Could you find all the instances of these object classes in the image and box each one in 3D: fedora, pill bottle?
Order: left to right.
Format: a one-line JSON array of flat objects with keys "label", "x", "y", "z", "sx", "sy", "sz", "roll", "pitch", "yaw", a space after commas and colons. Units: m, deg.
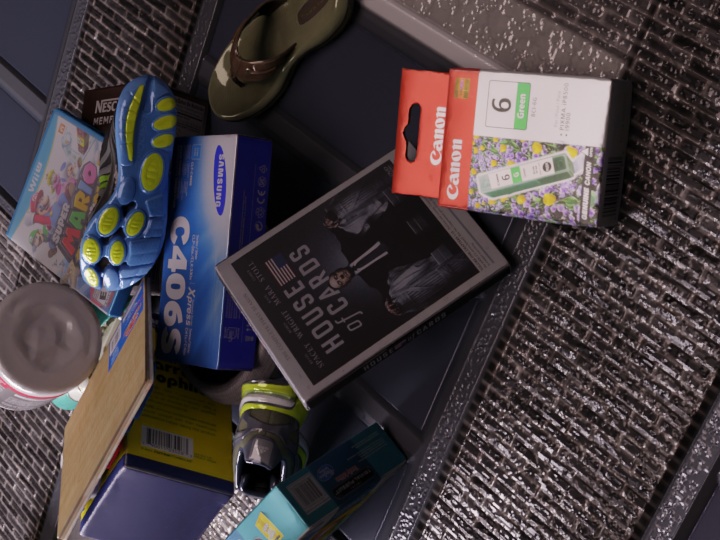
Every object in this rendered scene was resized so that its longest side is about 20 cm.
[{"label": "pill bottle", "x": -0.337, "y": 0.083, "z": 1.302, "sx": 0.200, "sy": 0.110, "sz": 0.112, "roll": -26, "pitch": 74, "yaw": 62}, {"label": "fedora", "x": -0.105, "y": 0.025, "z": 1.197, "sx": 0.177, "sy": 0.090, "sz": 0.201, "roll": -43, "pitch": 57, "yaw": 36}]

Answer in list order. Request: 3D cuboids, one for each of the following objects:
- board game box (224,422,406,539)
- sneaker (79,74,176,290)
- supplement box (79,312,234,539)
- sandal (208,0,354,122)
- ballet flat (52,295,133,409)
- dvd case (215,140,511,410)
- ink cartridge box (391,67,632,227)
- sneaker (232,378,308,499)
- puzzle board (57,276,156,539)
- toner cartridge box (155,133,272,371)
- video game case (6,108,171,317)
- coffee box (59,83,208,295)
[{"label": "board game box", "x": -0.065, "y": 0.231, "z": 1.130, "sx": 0.047, "sy": 0.151, "sz": 0.200, "roll": 49, "pitch": 126, "yaw": 13}, {"label": "sneaker", "x": -0.204, "y": -0.077, "z": 1.154, "sx": 0.083, "sy": 0.070, "sz": 0.201, "roll": -122, "pitch": 45, "yaw": -73}, {"label": "supplement box", "x": -0.192, "y": 0.153, "z": 1.221, "sx": 0.109, "sy": 0.109, "sz": 0.201, "roll": -54, "pitch": 28, "yaw": 34}, {"label": "sandal", "x": -0.085, "y": -0.214, "z": 1.185, "sx": 0.201, "sy": 0.057, "sz": 0.080, "roll": -39, "pitch": 66, "yaw": 38}, {"label": "ballet flat", "x": -0.282, "y": 0.093, "z": 1.388, "sx": 0.071, "sy": 0.067, "sz": 0.201, "roll": 53, "pitch": 125, "yaw": 37}, {"label": "dvd case", "x": 0.000, "y": 0.000, "z": 1.052, "sx": 0.199, "sy": 0.025, "sz": 0.151, "roll": -33, "pitch": 63, "yaw": -8}, {"label": "ink cartridge box", "x": 0.103, "y": -0.099, "z": 0.990, "sx": 0.199, "sy": 0.050, "sz": 0.110, "roll": 10, "pitch": 100, "yaw": 30}, {"label": "sneaker", "x": -0.088, "y": 0.171, "z": 1.148, "sx": 0.201, "sy": 0.073, "sz": 0.082, "roll": 91, "pitch": -170, "yaw": -59}, {"label": "puzzle board", "x": -0.229, "y": 0.125, "z": 1.167, "sx": 0.201, "sy": 0.017, "sz": 0.151, "roll": -58, "pitch": 25, "yaw": 26}, {"label": "toner cartridge box", "x": -0.130, "y": -0.016, "z": 1.129, "sx": 0.095, "sy": 0.043, "sz": 0.202, "roll": 3, "pitch": 88, "yaw": 45}, {"label": "video game case", "x": -0.268, "y": -0.060, "z": 1.252, "sx": 0.199, "sy": 0.018, "sz": 0.144, "roll": 31, "pitch": 102, "yaw": 40}, {"label": "coffee box", "x": -0.228, "y": -0.079, "z": 1.288, "sx": 0.112, "sy": 0.079, "sz": 0.202, "roll": -1, "pitch": 80, "yaw": 42}]
